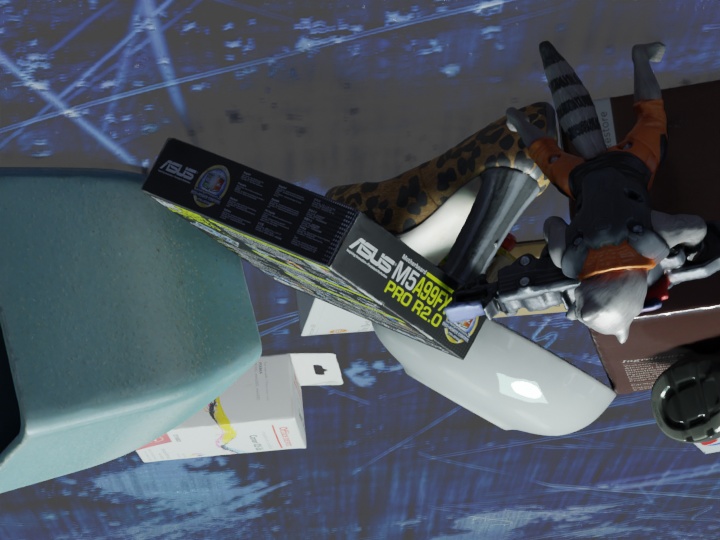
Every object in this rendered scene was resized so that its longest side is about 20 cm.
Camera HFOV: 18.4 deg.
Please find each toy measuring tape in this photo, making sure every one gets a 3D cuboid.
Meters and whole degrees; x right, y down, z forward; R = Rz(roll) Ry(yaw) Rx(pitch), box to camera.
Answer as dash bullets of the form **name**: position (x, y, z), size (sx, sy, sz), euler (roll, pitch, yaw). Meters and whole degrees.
- **toy measuring tape**: position (0.076, -0.016, 1.691), size (0.074, 0.074, 0.200), euler (-10, 169, 13)

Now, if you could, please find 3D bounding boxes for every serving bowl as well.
- **serving bowl**: position (0.086, 0.068, 1.640), size (0.200, 0.066, 0.200), euler (30, 179, 1)

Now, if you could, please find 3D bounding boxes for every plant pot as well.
- **plant pot**: position (-0.188, 0.036, 1.614), size (0.200, 0.196, 0.196), euler (-8, 164, -24)

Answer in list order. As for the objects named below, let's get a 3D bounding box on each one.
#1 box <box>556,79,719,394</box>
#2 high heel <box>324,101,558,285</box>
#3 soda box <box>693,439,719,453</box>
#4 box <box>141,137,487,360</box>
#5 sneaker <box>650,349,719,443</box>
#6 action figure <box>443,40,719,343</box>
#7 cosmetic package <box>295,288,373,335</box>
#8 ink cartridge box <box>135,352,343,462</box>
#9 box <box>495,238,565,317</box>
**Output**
- **box**: position (0.239, -0.022, 1.579), size (0.164, 0.166, 0.200), euler (-8, 162, 9)
- **high heel**: position (0.057, -0.070, 1.582), size (0.071, 0.143, 0.200), euler (33, 175, -37)
- **soda box**: position (0.274, 0.034, 1.704), size (0.068, 0.200, 0.064), euler (-11, 161, 18)
- **box**: position (-0.030, -0.015, 1.509), size (0.200, 0.044, 0.160), euler (22, 170, 44)
- **sneaker**: position (0.292, 0.066, 1.512), size (0.200, 0.075, 0.079), euler (-17, 174, 44)
- **action figure**: position (0.132, -0.039, 1.418), size (0.200, 0.194, 0.105), euler (-19, 145, 14)
- **cosmetic package**: position (0.000, 0.000, 1.763), size (0.083, 0.051, 0.200), euler (-2, 162, -8)
- **ink cartridge box**: position (-0.116, 0.129, 2.096), size (0.200, 0.068, 0.116), euler (-6, 162, 2)
- **box**: position (0.174, 0.005, 1.876), size (0.200, 0.021, 0.163), euler (-6, 162, 1)
